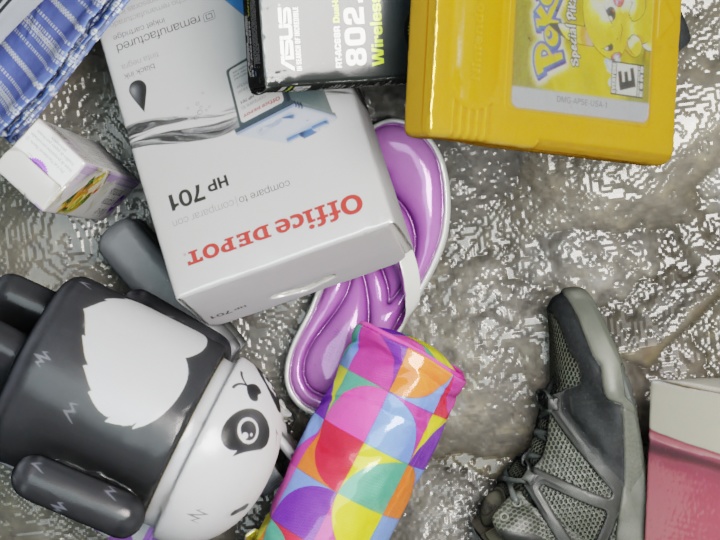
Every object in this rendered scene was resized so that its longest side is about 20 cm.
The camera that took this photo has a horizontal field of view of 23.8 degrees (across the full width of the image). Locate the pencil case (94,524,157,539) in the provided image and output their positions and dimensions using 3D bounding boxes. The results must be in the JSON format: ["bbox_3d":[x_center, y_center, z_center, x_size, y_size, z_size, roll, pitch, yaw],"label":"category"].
[{"bbox_3d":[-0.190,0.102,1.110,0.199,0.084,0.086,34,128,0],"label":"pencil case"}]

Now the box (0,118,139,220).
[{"bbox_3d":[-0.176,-0.059,1.045,0.041,0.200,0.039,44,91,0],"label":"box"}]

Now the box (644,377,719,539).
[{"bbox_3d":[0.255,0.169,1.056,0.127,0.109,0.202,1,92,-30],"label":"box"}]

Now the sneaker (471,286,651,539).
[{"bbox_3d":[0.123,0.115,1.099,0.113,0.076,0.201,-9,97,-3],"label":"sneaker"}]

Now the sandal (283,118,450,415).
[{"bbox_3d":[0.007,0.002,1.113,0.082,0.050,0.204,16,93,2],"label":"sandal"}]

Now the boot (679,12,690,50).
[{"bbox_3d":[0.167,-0.233,1.082,0.164,0.066,0.201,-28,98,-17],"label":"boot"}]

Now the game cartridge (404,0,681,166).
[{"bbox_3d":[0.112,-0.156,0.989,0.199,0.032,0.178,2,91,-41],"label":"game cartridge"}]

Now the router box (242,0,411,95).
[{"bbox_3d":[0.004,-0.207,0.992,0.149,0.062,0.202,-5,96,-13],"label":"router box"}]

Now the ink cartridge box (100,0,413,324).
[{"bbox_3d":[-0.067,-0.087,1.074,0.145,0.086,0.201,-19,74,4],"label":"ink cartridge box"}]

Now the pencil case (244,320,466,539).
[{"bbox_3d":[-0.012,0.131,1.069,0.088,0.088,0.201,29,88,1],"label":"pencil case"}]

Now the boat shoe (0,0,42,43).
[{"bbox_3d":[-0.261,-0.163,1.074,0.199,0.074,0.068,-38,132,22],"label":"boat shoe"}]

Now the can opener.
[{"bbox_3d":[-0.110,0.059,1.121,0.067,0.053,0.200,-41,89,3],"label":"can opener"}]

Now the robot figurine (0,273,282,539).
[{"bbox_3d":[-0.144,0.080,1.019,0.199,0.125,0.151,27,77,-1],"label":"robot figurine"}]

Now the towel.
[{"bbox_3d":[-0.188,-0.187,1.082,0.200,0.145,0.024,-51,131,4],"label":"towel"}]
